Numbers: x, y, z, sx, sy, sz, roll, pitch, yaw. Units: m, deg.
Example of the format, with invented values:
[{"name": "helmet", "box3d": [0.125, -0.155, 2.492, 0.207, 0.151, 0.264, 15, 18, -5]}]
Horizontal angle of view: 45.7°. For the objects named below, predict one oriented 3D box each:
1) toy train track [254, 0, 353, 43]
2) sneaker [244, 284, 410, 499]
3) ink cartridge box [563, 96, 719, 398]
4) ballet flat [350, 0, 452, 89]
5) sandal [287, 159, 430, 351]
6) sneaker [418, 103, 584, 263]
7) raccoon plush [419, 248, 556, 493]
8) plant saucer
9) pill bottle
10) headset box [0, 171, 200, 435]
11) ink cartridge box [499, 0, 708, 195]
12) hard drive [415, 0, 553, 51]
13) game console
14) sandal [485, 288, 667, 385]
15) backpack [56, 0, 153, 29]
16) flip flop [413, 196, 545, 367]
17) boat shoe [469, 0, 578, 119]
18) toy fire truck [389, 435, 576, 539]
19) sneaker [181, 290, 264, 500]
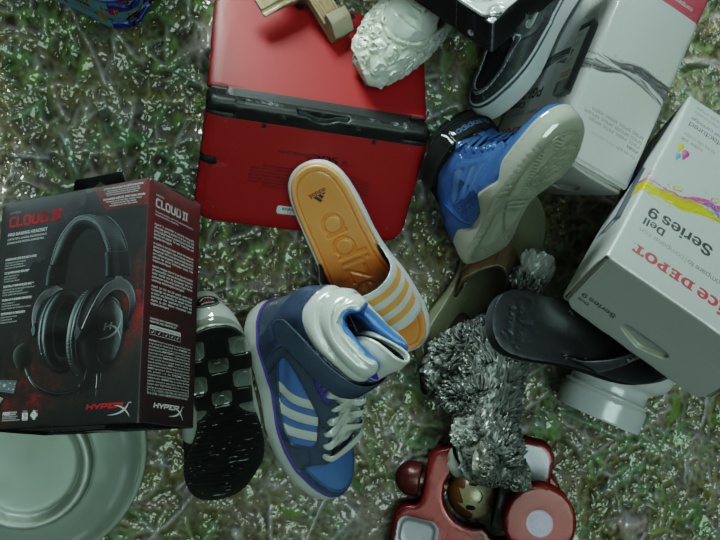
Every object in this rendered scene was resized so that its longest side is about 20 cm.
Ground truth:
[{"name": "toy train track", "box3d": [-0.064, -0.296, 0.746, 0.114, 0.032, 0.202, -35, 94, -29]}, {"name": "sneaker", "box3d": [-0.013, 0.109, 0.736, 0.080, 0.145, 0.203, -32, 107, -47]}, {"name": "ink cartridge box", "box3d": [0.279, -0.021, 0.706, 0.144, 0.088, 0.201, 35, 62, 5]}, {"name": "ballet flat", "box3d": [0.065, -0.245, 0.757, 0.200, 0.072, 0.072, -46, 103, -21]}, {"name": "sandal", "box3d": [-0.007, 0.003, 0.760, 0.078, 0.059, 0.208, -25, 113, 15]}, {"name": "sneaker", "box3d": [0.107, -0.099, 0.717, 0.076, 0.201, 0.112, -20, 69, -20]}, {"name": "raccoon plush", "box3d": [0.125, 0.092, 0.746, 0.095, 0.134, 0.203, 8, 116, -25]}, {"name": "plant saucer", "box3d": [-0.284, 0.162, 0.735, 0.196, 0.050, 0.204, -1, 94, -14]}, {"name": "pill bottle", "box3d": [0.265, 0.048, 0.825, 0.111, 0.112, 0.203, 22, 90, -14]}, {"name": "headset box", "box3d": [-0.208, 0.023, 0.673, 0.146, 0.077, 0.204, -6, 76, 21]}, {"name": "ink cartridge box", "box3d": [0.211, -0.176, 0.776, 0.084, 0.145, 0.203, 23, 88, -16]}, {"name": "hard drive", "box3d": [0.084, -0.283, 0.719, 0.139, 0.038, 0.200, -39, 63, -16]}, {"name": "game console", "box3d": [-0.046, -0.138, 0.785, 0.196, 0.120, 0.175, 6, 124, -13]}, {"name": "sandal", "box3d": [0.204, 0.057, 0.726, 0.196, 0.043, 0.078, 3, 78, -15]}, {"name": "backpack", "box3d": [-0.218, -0.286, 0.639, 0.180, 0.200, 0.136, 25, 88, -14]}, {"name": "flip flop", "box3d": [0.118, 0.013, 0.814, 0.080, 0.058, 0.202, 32, 88, -12]}, {"name": "boat shoe", "box3d": [0.148, -0.237, 0.773, 0.067, 0.072, 0.202, 23, 109, -30]}, {"name": "toy fire truck", "box3d": [0.107, 0.253, 0.813, 0.165, 0.112, 0.204, 10, 91, 5]}, {"name": "sneaker", "box3d": [-0.127, 0.110, 0.762, 0.073, 0.089, 0.203, -4, 120, -18]}]
